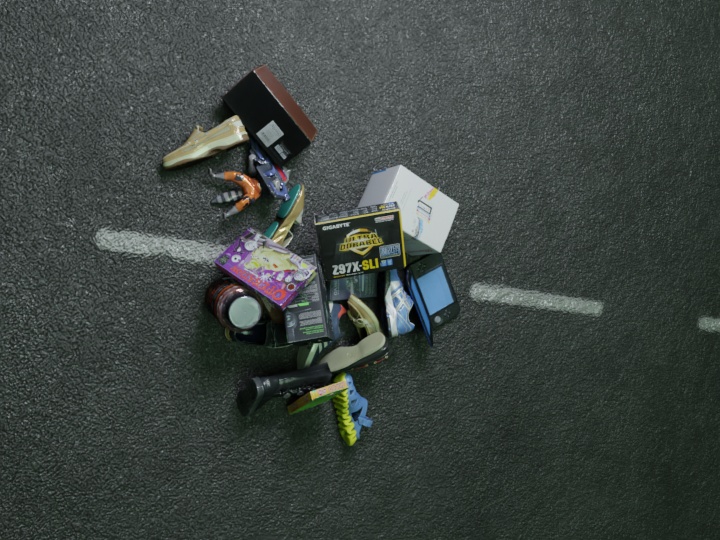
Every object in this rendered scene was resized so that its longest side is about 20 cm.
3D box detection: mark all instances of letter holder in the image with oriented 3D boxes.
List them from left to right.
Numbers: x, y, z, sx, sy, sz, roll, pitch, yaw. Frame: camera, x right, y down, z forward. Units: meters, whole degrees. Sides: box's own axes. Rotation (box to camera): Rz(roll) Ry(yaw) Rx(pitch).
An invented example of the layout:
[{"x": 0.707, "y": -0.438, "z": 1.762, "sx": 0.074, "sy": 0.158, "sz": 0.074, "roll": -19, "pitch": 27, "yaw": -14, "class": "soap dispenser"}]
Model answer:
[{"x": -0.203, "y": -0.362, "z": 1.411, "sx": 0.100, "sy": 0.142, "sz": 0.200, "roll": -34, "pitch": 109, "yaw": 18, "class": "letter holder"}]

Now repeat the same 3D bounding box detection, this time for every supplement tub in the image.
[{"x": -0.281, "y": 0.076, "z": 1.364, "sx": 0.107, "sy": 0.200, "sz": 0.107, "roll": -3, "pitch": 97, "yaw": -24, "class": "supplement tub"}]

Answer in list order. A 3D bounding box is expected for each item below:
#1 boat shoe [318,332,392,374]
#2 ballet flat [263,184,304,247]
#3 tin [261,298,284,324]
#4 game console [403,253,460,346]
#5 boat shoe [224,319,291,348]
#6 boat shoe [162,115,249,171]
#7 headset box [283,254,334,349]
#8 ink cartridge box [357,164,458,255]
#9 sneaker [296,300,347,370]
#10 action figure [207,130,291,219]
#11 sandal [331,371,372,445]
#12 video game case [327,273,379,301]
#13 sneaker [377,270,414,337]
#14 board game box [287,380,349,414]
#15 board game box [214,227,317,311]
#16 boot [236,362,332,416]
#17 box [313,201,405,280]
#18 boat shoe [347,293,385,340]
[{"x": -0.014, "y": 0.224, "z": 1.541, "sx": 0.201, "sy": 0.074, "sz": 0.063, "roll": -25, "pitch": 128, "yaw": 16, "class": "boat shoe"}, {"x": -0.180, "y": -0.113, "z": 1.468, "sx": 0.063, "sy": 0.069, "sz": 0.200, "roll": 33, "pitch": 92, "yaw": -33, "class": "ballet flat"}, {"x": -0.211, "y": 0.040, "z": 1.427, "sx": 0.042, "sy": 0.112, "sz": 0.200, "roll": -19, "pitch": 125, "yaw": 6, "class": "tin"}, {"x": 0.199, "y": 0.073, "z": 1.629, "sx": 0.170, "sy": 0.118, "sz": 0.201, "roll": -27, "pitch": 107, "yaw": -19, "class": "game console"}, {"x": -0.226, "y": 0.153, "z": 1.476, "sx": 0.199, "sy": 0.062, "sz": 0.075, "roll": 5, "pitch": 92, "yaw": -26, "class": "boat shoe"}, {"x": -0.351, "y": -0.285, "z": 1.349, "sx": 0.199, "sy": 0.072, "sz": 0.076, "roll": -23, "pitch": 97, "yaw": -4, "class": "boat shoe"}, {"x": -0.123, "y": 0.082, "z": 1.414, "sx": 0.092, "sy": 0.174, "sz": 0.201, "roll": -10, "pitch": 81, "yaw": 1, "class": "headset box"}, {"x": 0.115, "y": -0.147, "z": 1.541, "sx": 0.200, "sy": 0.147, "sz": 0.145, "roll": 29, "pitch": 76, "yaw": -25, "class": "ink cartridge box"}, {"x": -0.091, "y": 0.174, "z": 1.534, "sx": 0.084, "sy": 0.075, "sz": 0.201, "roll": 24, "pitch": 89, "yaw": -29, "class": "sneaker"}, {"x": -0.257, "y": -0.219, "z": 1.419, "sx": 0.193, "sy": 0.105, "sz": 0.201, "roll": -17, "pitch": 74, "yaw": -28, "class": "action figure"}, {"x": -0.020, "y": 0.353, "z": 1.591, "sx": 0.087, "sy": 0.079, "sz": 0.201, "roll": -18, "pitch": 112, "yaw": -25, "class": "sandal"}, {"x": 0.000, "y": 0.000, "z": 1.558, "sx": 0.199, "sy": 0.019, "sz": 0.144, "roll": -3, "pitch": 98, "yaw": -38, "class": "video game case"}, {"x": 0.089, "y": 0.069, "z": 1.555, "sx": 0.077, "sy": 0.076, "sz": 0.201, "roll": -4, "pitch": 85, "yaw": -14, "class": "sneaker"}, {"x": -0.104, "y": 0.308, "z": 1.476, "sx": 0.095, "sy": 0.200, "sz": 0.030, "roll": -13, "pitch": 77, "yaw": -29, "class": "board game box"}, {"x": -0.206, "y": -0.007, "z": 1.322, "sx": 0.120, "sy": 0.200, "sz": 0.032, "roll": -50, "pitch": 155, "yaw": -21, "class": "board game box"}, {"x": -0.185, "y": 0.289, "z": 1.480, "sx": 0.199, "sy": 0.165, "sz": 0.066, "roll": -9, "pitch": 68, "yaw": -34, "class": "boot"}, {"x": 0.000, "y": -0.067, "z": 1.429, "sx": 0.199, "sy": 0.049, "sz": 0.160, "roll": -9, "pitch": 125, "yaw": -2, "class": "box"}, {"x": 0.007, "y": 0.141, "z": 1.553, "sx": 0.063, "sy": 0.073, "sz": 0.201, "roll": -39, "pitch": 137, "yaw": -13, "class": "boat shoe"}]
